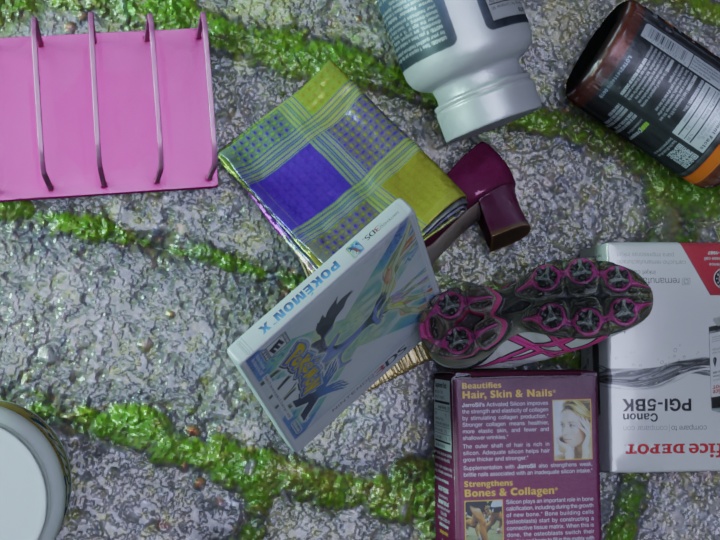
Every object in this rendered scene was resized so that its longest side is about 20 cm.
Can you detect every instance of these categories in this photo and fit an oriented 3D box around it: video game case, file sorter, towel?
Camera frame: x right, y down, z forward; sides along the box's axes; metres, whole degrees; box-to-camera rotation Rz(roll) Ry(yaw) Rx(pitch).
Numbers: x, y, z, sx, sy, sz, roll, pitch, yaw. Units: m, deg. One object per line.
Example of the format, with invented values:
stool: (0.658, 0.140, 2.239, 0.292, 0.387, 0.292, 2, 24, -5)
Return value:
video game case: (-0.012, 0.051, 1.279, 0.182, 0.200, 0.022, -41, 63, -10)
file sorter: (-0.219, -0.139, 1.301, 0.198, 0.125, 0.141, -4, 87, -9)
towel: (-0.017, -0.078, 1.336, 0.143, 0.023, 0.200, -37, 65, -9)

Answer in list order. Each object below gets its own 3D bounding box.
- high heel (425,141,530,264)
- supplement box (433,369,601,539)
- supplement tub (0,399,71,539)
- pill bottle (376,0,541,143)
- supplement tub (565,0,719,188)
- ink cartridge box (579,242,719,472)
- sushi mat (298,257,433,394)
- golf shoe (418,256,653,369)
high heel: (0.045, -0.046, 1.370, 0.198, 0.068, 0.097, -15, 63, -16)
supplement box: (0.132, 0.187, 1.345, 0.129, 0.103, 0.202, 0, 87, -8)
supplement tub: (-0.303, 0.176, 1.231, 0.143, 0.200, 0.146, 0, 87, -9)
pill bottle: (0.081, -0.220, 1.354, 0.118, 0.120, 0.202, -20, 90, -9)
supplement tub: (0.289, -0.145, 1.388, 0.199, 0.107, 0.108, 33, 82, -6)
ink cartridge box: (0.274, 0.078, 1.383, 0.145, 0.083, 0.202, 0, 86, -9)
sushi mat: (0.000, 0.000, 1.382, 0.095, 0.012, 0.202, -23, 91, -10)
golf shoe: (0.152, 0.040, 1.336, 0.198, 0.092, 0.073, -10, 69, 12)
